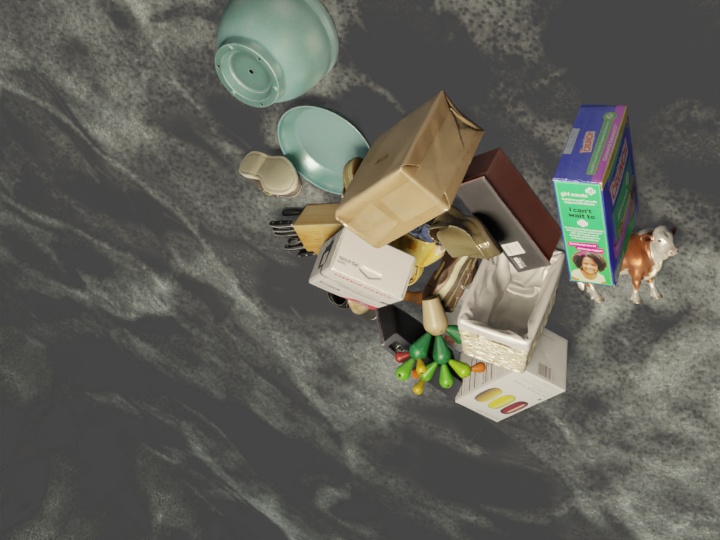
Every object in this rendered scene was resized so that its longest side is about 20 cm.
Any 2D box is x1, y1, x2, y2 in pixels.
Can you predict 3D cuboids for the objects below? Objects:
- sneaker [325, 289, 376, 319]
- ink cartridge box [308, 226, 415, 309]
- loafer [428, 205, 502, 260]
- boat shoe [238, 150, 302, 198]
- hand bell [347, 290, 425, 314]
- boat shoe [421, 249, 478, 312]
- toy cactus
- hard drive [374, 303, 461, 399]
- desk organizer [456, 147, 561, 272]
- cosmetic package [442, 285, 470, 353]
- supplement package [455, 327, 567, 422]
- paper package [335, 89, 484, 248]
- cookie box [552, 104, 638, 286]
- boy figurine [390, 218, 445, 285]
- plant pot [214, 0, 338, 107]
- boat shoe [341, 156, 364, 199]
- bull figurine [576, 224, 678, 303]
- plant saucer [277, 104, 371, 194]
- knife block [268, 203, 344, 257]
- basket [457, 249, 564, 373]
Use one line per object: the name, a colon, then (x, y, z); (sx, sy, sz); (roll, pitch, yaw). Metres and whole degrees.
sneaker: (-0.020, 0.056, 1.876); (0.070, 0.100, 0.201); (7, 140, 29)
ink cartridge box: (0.000, 0.000, 1.649); (0.143, 0.085, 0.200); (23, 168, -10)
loafer: (0.172, -0.052, 1.507); (0.076, 0.067, 0.200); (48, 178, -20)
boat shoe: (-0.158, -0.172, 1.691); (0.059, 0.072, 0.199); (37, 173, -37)
hand bell: (0.083, 0.050, 1.776); (0.198, 0.105, 0.105); (9, 140, 33)
boat shoe: (0.187, -0.006, 1.639); (0.074, 0.075, 0.204); (20, 125, -15)
toy cactus: (0.144, 0.128, 1.638); (0.102, 0.197, 0.168); (-157, 54, -75)
hard drive: (0.115, 0.151, 1.747); (0.199, 0.136, 0.042); (38, 112, -24)
desk organizer: (0.246, -0.098, 1.493); (0.071, 0.077, 0.200); (-14, 125, 47)
cosmetic package: (0.231, 0.097, 1.774); (0.149, 0.052, 0.201); (31, 146, 7)
supplement package: (0.285, 0.192, 1.716); (0.113, 0.111, 0.200); (26, 143, -20)
paper package: (0.077, -0.159, 1.450); (0.103, 0.192, 0.199); (38, 146, -17)
cookie box: (0.347, -0.109, 1.319); (0.074, 0.172, 0.201); (6, 138, 29)
boy figurine: (0.097, -0.050, 1.685); (0.123, 0.065, 0.201); (25, 142, 6)
plant pot: (-0.151, -0.348, 1.446); (0.198, 0.135, 0.202); (20, 145, 15)
boat shoe: (-0.004, -0.115, 1.608); (0.062, 0.074, 0.202); (9, 137, 26)
bull figurine: (0.426, -0.012, 1.455); (0.198, 0.065, 0.124); (2, 104, 47)
plant saucer: (-0.055, -0.222, 1.615); (0.197, 0.036, 0.201); (21, 145, 16)
knife block: (-0.088, -0.093, 1.775); (0.174, 0.064, 0.201); (30, 146, 2)
basket: (0.264, 0.060, 1.577); (0.134, 0.202, 0.124); (18, 150, 20)
